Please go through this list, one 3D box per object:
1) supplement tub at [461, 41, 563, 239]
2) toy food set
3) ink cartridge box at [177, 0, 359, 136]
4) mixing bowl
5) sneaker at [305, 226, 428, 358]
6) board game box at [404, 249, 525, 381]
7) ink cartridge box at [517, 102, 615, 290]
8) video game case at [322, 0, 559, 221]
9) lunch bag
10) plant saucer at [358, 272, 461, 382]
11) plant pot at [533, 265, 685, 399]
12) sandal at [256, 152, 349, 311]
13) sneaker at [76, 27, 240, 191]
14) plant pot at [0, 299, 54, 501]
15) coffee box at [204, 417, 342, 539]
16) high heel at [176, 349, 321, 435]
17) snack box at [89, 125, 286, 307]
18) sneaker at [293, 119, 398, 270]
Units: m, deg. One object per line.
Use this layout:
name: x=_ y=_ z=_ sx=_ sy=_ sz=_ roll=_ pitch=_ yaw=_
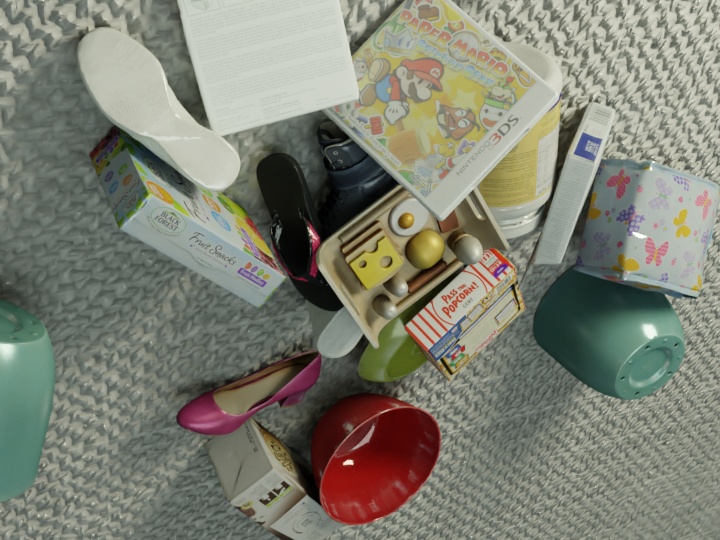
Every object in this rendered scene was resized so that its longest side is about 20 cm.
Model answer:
supplement tub: x=0.162 y=-0.152 z=1.175 sx=0.145 sy=0.145 sz=0.200 roll=-19 pitch=133 yaw=-16
toy food set: x=0.061 y=-0.018 z=1.132 sx=0.200 sy=0.060 sz=0.144 roll=-37 pitch=123 yaw=-4
ink cartridge box: x=-0.100 y=-0.251 z=1.007 sx=0.160 sy=0.047 sz=0.200 roll=-15 pitch=115 yaw=-5
mixing bowl: x=0.005 y=0.252 z=1.421 sx=0.200 sy=0.108 sz=0.200 roll=-17 pitch=125 yaw=-26
sneaker: x=0.000 y=0.000 z=1.224 sx=0.074 sy=0.116 sz=0.200 roll=32 pitch=107 yaw=-31
board game box: x=0.142 y=0.062 z=1.299 sx=0.151 sy=0.046 sz=0.200 roll=-43 pitch=158 yaw=-3
ink cartridge box: x=0.267 y=-0.092 z=1.273 sx=0.041 sy=0.200 sz=0.200 roll=21 pitch=124 yaw=10
video game case: x=0.078 y=-0.185 z=1.066 sx=0.182 sy=0.200 sz=0.023 roll=-46 pitch=165 yaw=3
lunch bag: x=0.413 y=-0.054 z=1.388 sx=0.200 sy=0.127 sz=0.170 roll=11 pitch=92 yaw=-31
plant saucer: x=0.082 y=0.086 z=1.343 sx=0.200 sy=0.031 sz=0.200 roll=-36 pitch=156 yaw=-19
plant pot: x=0.391 y=0.097 z=1.498 sx=0.200 sy=0.161 sz=0.201 roll=-16 pitch=131 yaw=-20
sandal: x=-0.073 y=-0.035 z=1.133 sx=0.075 sy=0.045 sz=0.200 roll=-11 pitch=113 yaw=27
sneaker: x=-0.212 y=-0.157 z=1.006 sx=0.075 sy=0.088 sz=0.200 roll=-46 pitch=111 yaw=-9
plant pot: x=-0.408 y=0.117 z=1.017 sx=0.200 sy=0.201 sz=0.161 roll=14 pitch=103 yaw=-37
coffee box: x=-0.120 y=0.303 z=1.394 sx=0.080 sy=0.113 sz=0.200 roll=-38 pitch=134 yaw=2
high heel: x=-0.141 y=0.154 z=1.288 sx=0.200 sy=0.067 sz=0.096 roll=-6 pitch=137 yaw=-33
snack box: x=-0.181 y=-0.055 z=1.051 sx=0.053 sy=0.142 sz=0.200 roll=-47 pitch=134 yaw=10
sneaker: x=-0.036 y=-0.092 z=1.160 sx=0.202 sy=0.077 sz=0.146 roll=-34 pitch=126 yaw=9
